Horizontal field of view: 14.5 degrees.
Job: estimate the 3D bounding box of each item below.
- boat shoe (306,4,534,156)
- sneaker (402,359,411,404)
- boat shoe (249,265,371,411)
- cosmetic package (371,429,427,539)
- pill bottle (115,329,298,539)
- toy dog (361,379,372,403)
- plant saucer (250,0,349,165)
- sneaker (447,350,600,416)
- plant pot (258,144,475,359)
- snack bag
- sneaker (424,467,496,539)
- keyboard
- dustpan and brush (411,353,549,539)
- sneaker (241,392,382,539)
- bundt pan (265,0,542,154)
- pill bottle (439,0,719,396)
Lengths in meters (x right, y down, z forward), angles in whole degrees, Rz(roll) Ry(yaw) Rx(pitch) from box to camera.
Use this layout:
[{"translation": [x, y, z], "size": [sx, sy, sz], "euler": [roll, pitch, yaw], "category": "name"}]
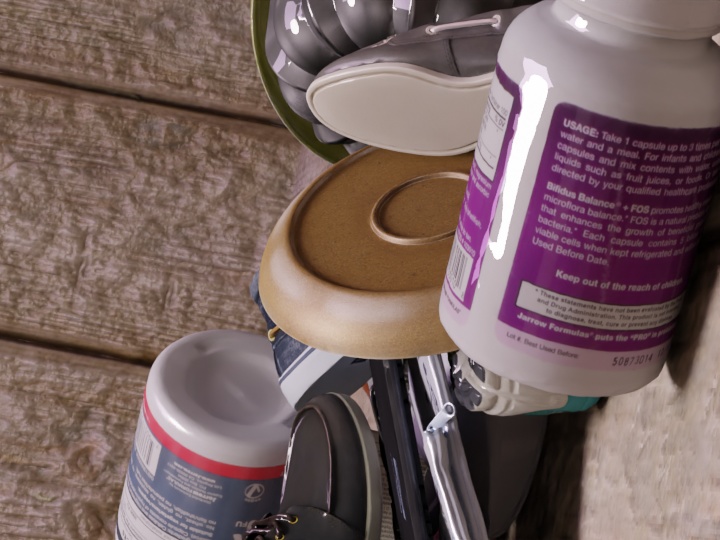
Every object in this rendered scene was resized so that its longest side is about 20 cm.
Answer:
[{"translation": [0.068, -0.105, 1.498], "size": [0.067, 0.199, 0.057], "euler": [62, -142, -37], "category": "boat shoe"}, {"translation": [0.078, 0.008, 1.753], "size": [0.115, 0.075, 0.202], "euler": [-25, -59, -74], "category": "sneaker"}, {"translation": [0.000, 0.000, 1.687], "size": [0.200, 0.071, 0.091], "euler": [-42, 65, 42], "category": "boat shoe"}, {"translation": [0.006, 0.205, 1.833], "size": [0.073, 0.103, 0.201], "euler": [163, 118, -84], "category": "cosmetic package"}, {"translation": [-0.094, 0.150, 1.819], "size": [0.120, 0.119, 0.201], "euler": [-88, 11, -53], "category": "pill bottle"}, {"translation": [0.016, 0.097, 1.946], "size": [0.132, 0.096, 0.201], "euler": [-89, 11, -57], "category": "toy dog"}, {"translation": [0.010, -0.160, 1.720], "size": [0.031, 0.199, 0.201], "euler": [14, 94, 54], "category": "plant saucer"}, {"translation": [0.084, 0.018, 1.522], "size": [0.200, 0.079, 0.078], "euler": [-98, 18, -56], "category": "sneaker"}, {"translation": [0.039, -0.025, 1.491], "size": [0.201, 0.199, 0.028], "euler": [-89, -14, -56], "category": "plant pot"}, {"translation": [0.047, 0.119, 1.539], "size": [0.189, 0.021, 0.201], "euler": [82, 175, -67], "category": "snack bag"}, {"translation": [0.030, 0.190, 1.682], "size": [0.079, 0.095, 0.201], "euler": [103, 174, -51], "category": "sneaker"}, {"translation": [0.026, 0.116, 1.601], "size": [0.127, 0.020, 0.201], "euler": [-130, 30, -78], "category": "keyboard"}, {"translation": [0.084, 0.038, 1.623], "size": [0.140, 0.057, 0.201], "euler": [-124, 35, -55], "category": "dustpan and brush"}, {"translation": [-0.050, 0.161, 1.623], "size": [0.075, 0.106, 0.201], "euler": [-33, 50, 59], "category": "sneaker"}, {"translation": [0.037, -0.119, 1.596], "size": [0.202, 0.201, 0.076], "euler": [110, 176, -57], "category": "bundt pan"}, {"translation": [0.108, -0.054, 1.282], "size": [0.112, 0.112, 0.201], "euler": [-94, 16, -66], "category": "pill bottle"}]
